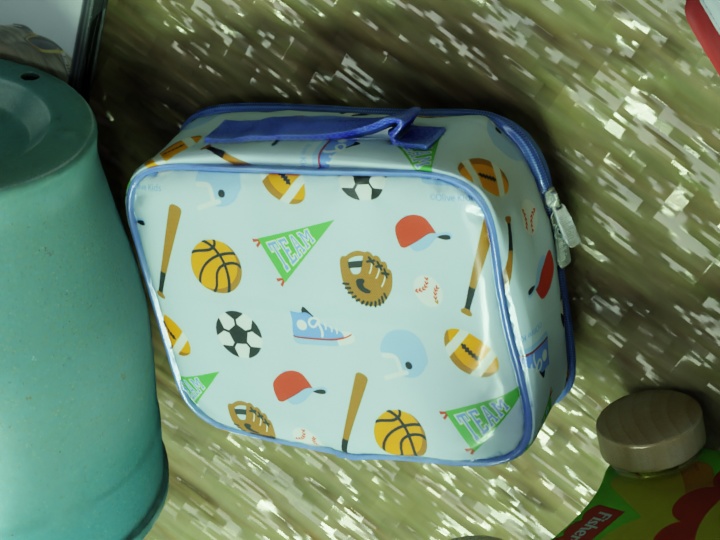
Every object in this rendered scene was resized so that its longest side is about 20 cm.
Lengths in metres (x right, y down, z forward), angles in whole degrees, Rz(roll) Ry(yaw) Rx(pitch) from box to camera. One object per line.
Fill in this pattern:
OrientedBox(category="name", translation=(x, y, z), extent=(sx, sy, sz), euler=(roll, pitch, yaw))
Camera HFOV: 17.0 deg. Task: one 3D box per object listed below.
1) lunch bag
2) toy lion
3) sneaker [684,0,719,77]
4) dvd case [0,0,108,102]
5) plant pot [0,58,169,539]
OrientedBox(category="lunch bag", translation=(0.000, 0.000, 1.053), extent=(0.199, 0.076, 0.161), euler=(2, 118, 29))
OrientedBox(category="toy lion", translation=(0.148, 0.123, 0.976), extent=(0.191, 0.200, 0.069), euler=(13, 126, 45))
OrientedBox(category="sneaker", translation=(0.196, -0.068, 0.766), extent=(0.199, 0.071, 0.113), euler=(34, 127, 14))
OrientedBox(category="dvd case", translation=(-0.181, -0.120, 1.082), extent=(0.142, 0.018, 0.201), euler=(31, 143, 9))
OrientedBox(category="plant pot", translation=(-0.182, 0.014, 1.066), extent=(0.199, 0.200, 0.189), euler=(15, 122, 20))
